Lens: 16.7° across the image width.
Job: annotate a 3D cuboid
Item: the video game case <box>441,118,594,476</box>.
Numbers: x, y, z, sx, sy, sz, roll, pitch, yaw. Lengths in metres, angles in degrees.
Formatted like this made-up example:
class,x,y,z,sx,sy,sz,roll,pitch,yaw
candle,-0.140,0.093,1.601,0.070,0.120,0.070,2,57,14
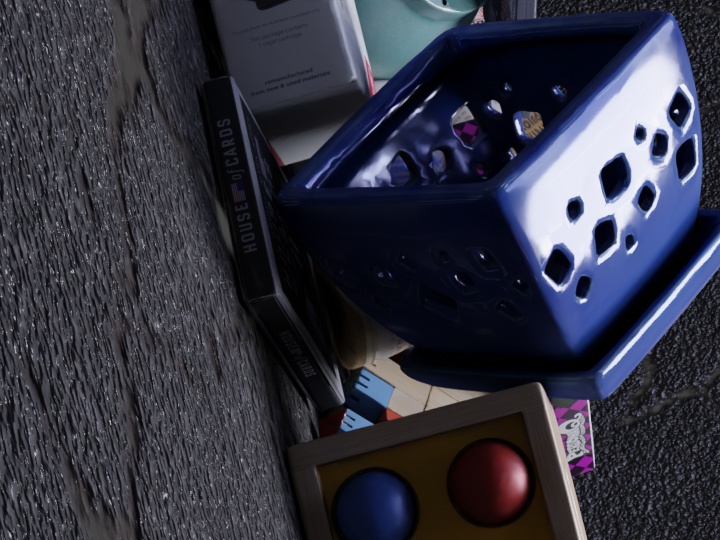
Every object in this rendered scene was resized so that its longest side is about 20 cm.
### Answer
class,x,y,z,sx,sy,sz,roll,pitch,yaw
video game case,0.112,0.020,1.759,0.200,0.036,0.182,-116,-169,-46

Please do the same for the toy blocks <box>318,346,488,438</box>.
class,x,y,z,sx,sy,sz,roll,pitch,yaw
toy blocks,0.038,0.112,1.665,0.136,0.100,0.200,32,32,-5

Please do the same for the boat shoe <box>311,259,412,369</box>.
class,x,y,z,sx,sy,sz,roll,pitch,yaw
boat shoe,0.000,0.000,1.672,0.200,0.069,0.074,-115,-160,-54

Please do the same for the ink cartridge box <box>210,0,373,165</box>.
class,x,y,z,sx,sy,sz,roll,pitch,yaw
ink cartridge box,-0.053,-0.190,1.640,0.145,0.083,0.201,52,23,-75

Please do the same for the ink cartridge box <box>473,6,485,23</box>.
class,x,y,z,sx,sy,sz,roll,pitch,yaw
ink cartridge box,0.017,-0.245,1.998,0.084,0.199,0.146,-91,166,-53

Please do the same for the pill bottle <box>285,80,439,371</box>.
class,x,y,z,sx,sy,sz,roll,pitch,yaw
pill bottle,0.013,-0.028,1.801,0.112,0.112,0.201,53,22,-75

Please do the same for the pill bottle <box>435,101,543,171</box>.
class,x,y,z,sx,sy,sz,roll,pitch,yaw
pill bottle,0.115,-0.071,1.897,0.200,0.114,0.114,48,2,8

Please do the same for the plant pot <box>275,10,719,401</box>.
class,x,y,z,sx,sy,sz,roll,pitch,yaw
plant pot,0.103,-0.032,1.528,0.200,0.199,0.180,-47,120,-32

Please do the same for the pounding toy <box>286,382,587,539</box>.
class,x,y,z,sx,sy,sz,roll,pitch,yaw
pounding toy,0.070,0.179,1.440,0.142,0.183,0.201,50,26,-77

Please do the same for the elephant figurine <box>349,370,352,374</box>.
class,x,y,z,sx,sy,sz,roll,pitch,yaw
elephant figurine,0.069,0.147,1.808,0.141,0.154,0.201,3,77,-78

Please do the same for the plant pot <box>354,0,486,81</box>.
class,x,y,z,sx,sy,sz,roll,pitch,yaw
plant pot,0.020,-0.232,1.799,0.200,0.134,0.201,8,78,-41

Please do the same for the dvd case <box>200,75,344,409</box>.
class,x,y,z,sx,sy,sz,roll,pitch,yaw
dvd case,-0.054,-0.013,1.546,0.200,0.025,0.151,64,11,-66

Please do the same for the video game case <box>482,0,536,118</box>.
class,x,y,z,sx,sy,sz,roll,pitch,yaw
video game case,0.111,-0.220,1.841,0.200,0.019,0.144,-95,-175,-62
